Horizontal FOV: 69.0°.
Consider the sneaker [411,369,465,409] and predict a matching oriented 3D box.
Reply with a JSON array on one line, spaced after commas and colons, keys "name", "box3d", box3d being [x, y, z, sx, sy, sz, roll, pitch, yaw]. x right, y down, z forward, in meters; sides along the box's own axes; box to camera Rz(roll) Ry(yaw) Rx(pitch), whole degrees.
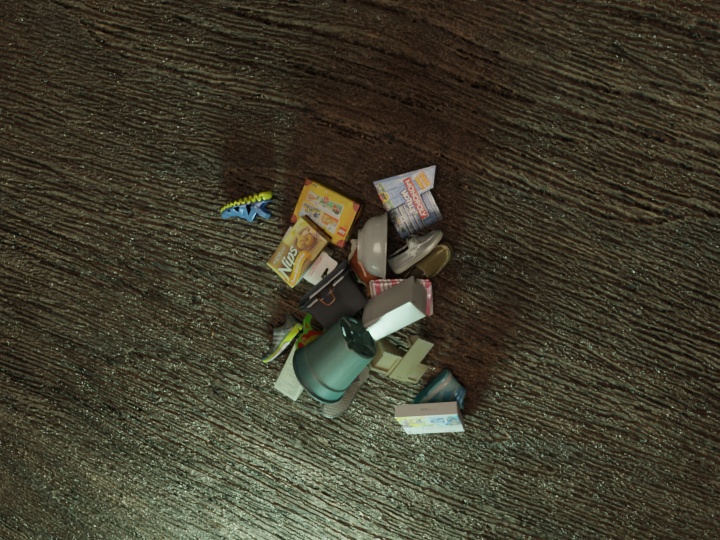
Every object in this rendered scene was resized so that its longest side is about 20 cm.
[{"name": "sneaker", "box3d": [0.260, 0.429, 1.698, 0.130, 0.080, 0.200, 40, 115, -4]}]

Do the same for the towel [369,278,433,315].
[{"name": "towel", "box3d": [0.128, 0.086, 1.649, 0.195, 0.030, 0.148, -1, 133, 10]}]

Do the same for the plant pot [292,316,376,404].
[{"name": "plant pot", "box3d": [-0.066, 0.254, 1.551, 0.201, 0.200, 0.196, 47, 115, 1]}]

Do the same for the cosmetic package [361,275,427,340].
[{"name": "cosmetic package", "box3d": [0.102, 0.115, 1.589, 0.198, 0.114, 0.081, -28, 122, 33]}]

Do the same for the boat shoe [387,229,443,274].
[{"name": "boat shoe", "box3d": [0.165, -0.071, 1.629, 0.200, 0.070, 0.072, -39, 105, 20]}]

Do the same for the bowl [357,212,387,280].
[{"name": "bowl", "box3d": [0.037, -0.075, 1.590, 0.088, 0.201, 0.206, 2, 101, 3]}]

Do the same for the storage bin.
[{"name": "storage bin", "box3d": [-0.075, 0.091, 1.620, 0.199, 0.146, 0.135, -41, 102, 7]}]

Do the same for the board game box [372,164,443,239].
[{"name": "board game box", "box3d": [0.169, -0.228, 1.609, 0.197, 0.062, 0.203, -26, 93, 17]}]

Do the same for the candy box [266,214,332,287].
[{"name": "candy box", "box3d": [-0.194, -0.061, 1.656, 0.115, 0.055, 0.201, 41, 111, 3]}]

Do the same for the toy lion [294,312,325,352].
[{"name": "toy lion", "box3d": [-0.131, 0.224, 1.707, 0.188, 0.069, 0.204, -19, 89, -17]}]

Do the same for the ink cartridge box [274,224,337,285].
[{"name": "ink cartridge box", "box3d": [-0.169, -0.045, 1.720, 0.199, 0.067, 0.118, 37, 107, 6]}]

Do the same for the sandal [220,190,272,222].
[{"name": "sandal", "box3d": [-0.374, -0.200, 1.739, 0.196, 0.079, 0.089, -13, 100, 17]}]

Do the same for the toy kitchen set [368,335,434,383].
[{"name": "toy kitchen set", "box3d": [0.125, 0.227, 1.697, 0.198, 0.182, 0.164, 24, 113, -33]}]

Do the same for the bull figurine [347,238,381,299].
[{"name": "bull figurine", "box3d": [0.000, 0.000, 1.690, 0.120, 0.065, 0.202, -31, 90, 19]}]

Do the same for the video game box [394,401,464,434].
[{"name": "video game box", "box3d": [0.223, 0.471, 1.669, 0.195, 0.183, 0.048, -8, 58, 15]}]

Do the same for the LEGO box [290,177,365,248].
[{"name": "LEGO box", "box3d": [-0.104, -0.186, 1.673, 0.197, 0.077, 0.151, 27, 106, 8]}]

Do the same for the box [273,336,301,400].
[{"name": "box", "box3d": [-0.208, 0.327, 1.791, 0.094, 0.078, 0.203, 30, 105, 6]}]

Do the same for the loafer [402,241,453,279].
[{"name": "loafer", "box3d": [0.210, -0.008, 1.634, 0.076, 0.067, 0.200, 45, 108, 0]}]

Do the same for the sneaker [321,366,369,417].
[{"name": "sneaker", "box3d": [-0.051, 0.390, 1.720, 0.077, 0.146, 0.203, 43, 80, -1]}]

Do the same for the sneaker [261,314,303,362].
[{"name": "sneaker", "box3d": [-0.276, 0.236, 1.803, 0.081, 0.074, 0.200, 45, 101, 11]}]
